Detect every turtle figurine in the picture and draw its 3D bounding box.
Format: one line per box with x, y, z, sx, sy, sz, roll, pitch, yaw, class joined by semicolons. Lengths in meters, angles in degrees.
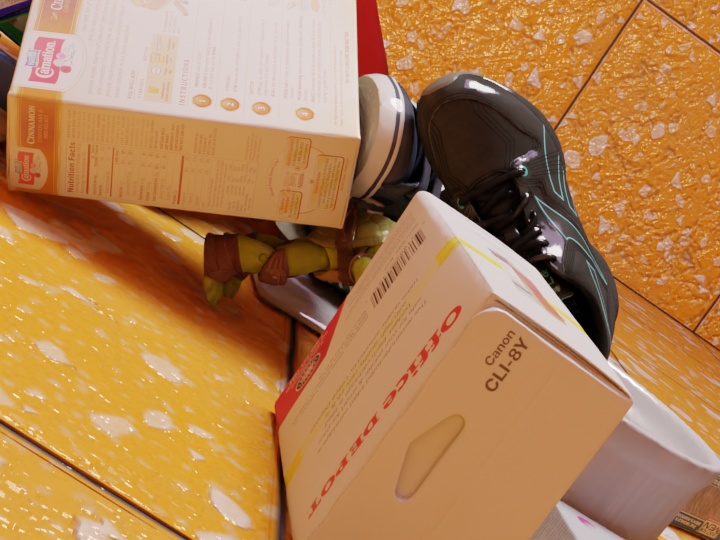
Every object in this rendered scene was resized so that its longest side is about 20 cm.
-0.013;-0.007;0.907;0.159;0.065;0.200;-2;17;7;turtle figurine

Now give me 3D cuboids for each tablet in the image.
0.003;0.045;1.088;0.199;0.014;0.130;33;9;-17;tablet

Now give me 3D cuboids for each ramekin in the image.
0.125;0.104;0.961;0.199;0.098;0.201;34;10;-7;ramekin

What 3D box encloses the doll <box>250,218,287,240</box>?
-0.040;-0.049;1.287;0.136;0.049;0.200;44;12;3;doll

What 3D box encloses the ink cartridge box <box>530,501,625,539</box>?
0.193;0.221;0.800;0.195;0.044;0.200;33;8;-17;ink cartridge box

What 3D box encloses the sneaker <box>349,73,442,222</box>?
0.022;-0.075;0.958;0.078;0.080;0.200;10;-6;-9;sneaker

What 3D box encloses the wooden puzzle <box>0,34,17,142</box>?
-0.262;-0.142;0.983;0.184;0.047;0.200;37;10;9;wooden puzzle

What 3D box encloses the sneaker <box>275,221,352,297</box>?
0.000;0.000;1.085;0.089;0.068;0.200;18;17;-33;sneaker

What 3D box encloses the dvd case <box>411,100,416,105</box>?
0.011;-0.092;1.361;0.145;0.199;0.022;31;53;-22;dvd case

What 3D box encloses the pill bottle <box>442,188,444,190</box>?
0.046;-0.034;1.214;0.104;0.104;0.201;24;33;-49;pill bottle

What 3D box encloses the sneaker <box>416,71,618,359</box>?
0.099;-0.026;0.870;0.201;0.075;0.080;55;18;-20;sneaker

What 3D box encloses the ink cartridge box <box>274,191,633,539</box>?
0.033;0.062;0.704;0.083;0.146;0.200;33;10;-13;ink cartridge box

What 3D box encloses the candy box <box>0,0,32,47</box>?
-0.192;-0.221;1.142;0.200;0.076;0.171;40;43;-55;candy box

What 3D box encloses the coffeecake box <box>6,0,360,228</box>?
-0.103;-0.112;0.897;0.197;0.074;0.155;7;43;-7;coffeecake box

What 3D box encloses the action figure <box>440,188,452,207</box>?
0.121;0.009;1.104;0.200;0.069;0.131;38;28;-52;action figure

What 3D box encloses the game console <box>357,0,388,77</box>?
-0.095;-0.187;1.065;0.173;0.198;0.119;51;-28;23;game console

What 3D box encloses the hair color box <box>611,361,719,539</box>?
0.237;0.142;1.281;0.099;0.061;0.200;26;14;-42;hair color box
